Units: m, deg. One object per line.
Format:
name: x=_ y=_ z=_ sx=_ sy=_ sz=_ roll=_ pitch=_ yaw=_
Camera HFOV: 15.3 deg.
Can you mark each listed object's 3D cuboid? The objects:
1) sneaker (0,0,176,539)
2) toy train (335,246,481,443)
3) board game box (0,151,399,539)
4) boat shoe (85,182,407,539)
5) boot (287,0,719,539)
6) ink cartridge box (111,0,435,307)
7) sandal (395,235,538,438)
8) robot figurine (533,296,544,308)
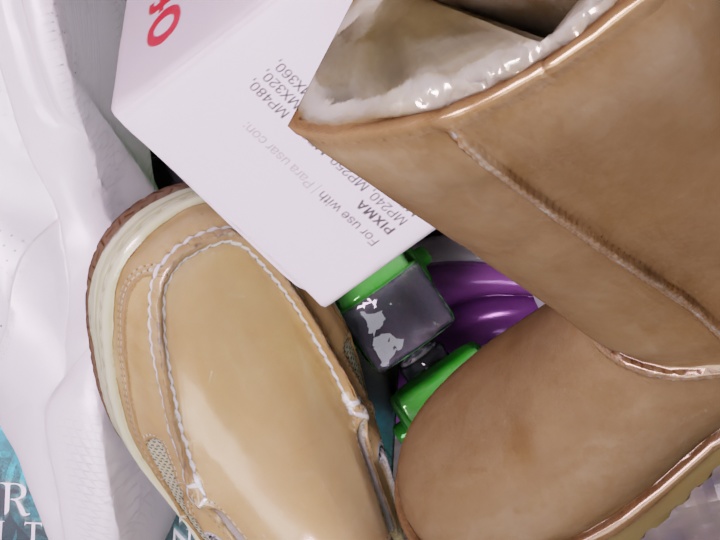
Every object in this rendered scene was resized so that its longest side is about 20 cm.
sneaker: x=-0.103 y=-0.005 z=0.783 sx=0.088 sy=0.075 sz=0.200 roll=-4 pitch=102 yaw=20
toy train: x=0.000 y=0.000 z=0.788 sx=0.042 sy=0.056 sz=0.200 roll=-36 pitch=98 yaw=-1
board game box: x=-0.087 y=0.028 z=0.829 sx=0.200 sy=0.028 sz=0.135 roll=2 pitch=98 yaw=-4
boat shoe: x=-0.015 y=0.065 z=0.751 sx=0.072 sy=0.076 sz=0.200 roll=-31 pitch=128 yaw=-10
boot: x=0.041 y=-0.005 z=0.640 sx=0.175 sy=0.066 sz=0.200 roll=-33 pitch=146 yaw=16
ink cartridge box: x=0.036 y=-0.107 z=0.689 sx=0.200 sy=0.145 sz=0.084 roll=-35 pitch=119 yaw=24
sandal: x=0.065 y=0.034 z=0.863 sx=0.202 sy=0.050 sz=0.083 roll=3 pitch=127 yaw=-1
robot figurine: x=0.117 y=-0.036 z=0.766 sx=0.169 sy=0.113 sz=0.200 roll=6 pitch=130 yaw=-28
